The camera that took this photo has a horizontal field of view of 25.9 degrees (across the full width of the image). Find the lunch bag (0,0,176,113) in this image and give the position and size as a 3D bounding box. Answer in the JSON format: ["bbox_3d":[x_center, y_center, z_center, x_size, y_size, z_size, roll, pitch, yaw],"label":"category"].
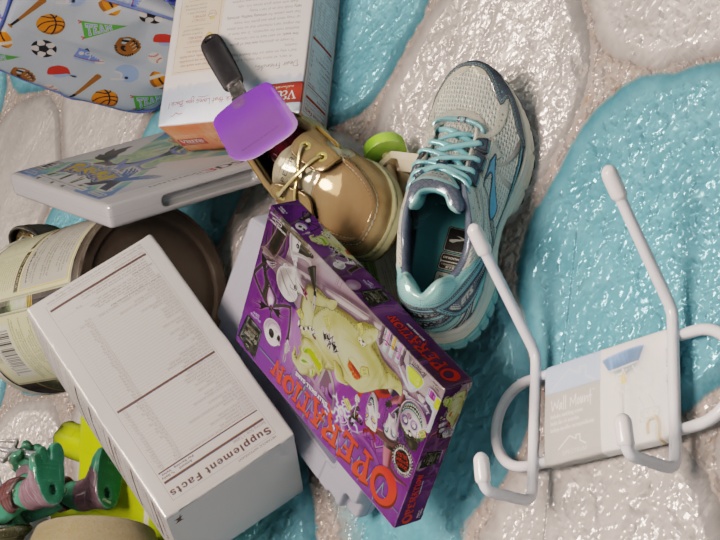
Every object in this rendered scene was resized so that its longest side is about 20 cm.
[{"bbox_3d":[-0.241,-0.229,1.450,0.160,0.198,0.076,-48,38,47],"label":"lunch bag"}]

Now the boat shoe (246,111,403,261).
[{"bbox_3d":[-0.037,-0.067,1.149,0.200,0.066,0.075,39,106,54],"label":"boat shoe"}]

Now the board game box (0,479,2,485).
[{"bbox_3d":[-0.345,0.302,1.395,0.200,0.043,0.201,-143,60,-68],"label":"board game box"}]

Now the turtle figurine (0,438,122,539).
[{"bbox_3d":[-0.296,0.182,1.253,0.199,0.149,0.102,-15,91,30],"label":"turtle figurine"}]

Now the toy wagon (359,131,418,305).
[{"bbox_3d":[0.000,0.000,1.162,0.200,0.039,0.156,-44,44,33],"label":"toy wagon"}]

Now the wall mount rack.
[{"bbox_3d":[0.129,0.044,0.942,0.199,0.074,0.175,-23,57,45],"label":"wall mount rack"}]

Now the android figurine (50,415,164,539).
[{"bbox_3d":[-0.176,0.185,1.264,0.199,0.041,0.184,8,98,40],"label":"android figurine"}]

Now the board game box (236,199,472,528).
[{"bbox_3d":[-0.011,0.059,1.037,0.200,0.032,0.121,45,136,36],"label":"board game box"}]

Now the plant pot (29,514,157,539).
[{"bbox_3d":[-0.203,0.292,1.166,0.187,0.186,0.202,-25,57,45],"label":"plant pot"}]

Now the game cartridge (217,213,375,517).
[{"bbox_3d":[-0.030,0.059,1.111,0.200,0.041,0.134,51,138,32],"label":"game cartridge"}]

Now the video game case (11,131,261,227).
[{"bbox_3d":[-0.175,-0.084,1.324,0.199,0.181,0.022,16,120,54],"label":"video game case"}]

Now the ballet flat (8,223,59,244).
[{"bbox_3d":[-0.311,0.026,1.531,0.068,0.068,0.201,-52,40,22],"label":"ballet flat"}]

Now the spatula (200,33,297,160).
[{"bbox_3d":[-0.097,-0.141,1.208,0.056,0.021,0.200,-34,33,2],"label":"spatula"}]

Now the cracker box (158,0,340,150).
[{"bbox_3d":[-0.088,-0.206,1.314,0.133,0.058,0.202,-2,70,24],"label":"cracker box"}]

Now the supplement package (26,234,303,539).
[{"bbox_3d":[-0.143,0.097,1.157,0.113,0.110,0.200,-31,64,-14],"label":"supplement package"}]

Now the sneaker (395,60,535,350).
[{"bbox_3d":[0.066,-0.054,1.038,0.077,0.086,0.202,1,71,21],"label":"sneaker"}]

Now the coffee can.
[{"bbox_3d":[-0.230,0.028,1.358,0.199,0.146,0.148,-11,66,50],"label":"coffee can"}]
